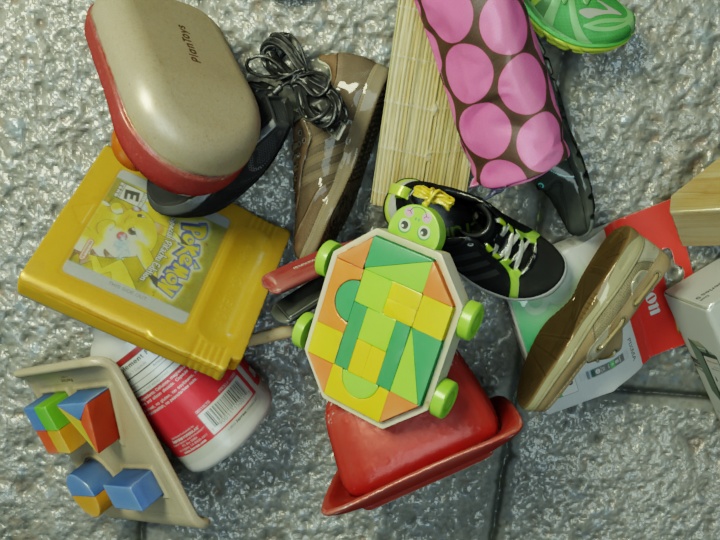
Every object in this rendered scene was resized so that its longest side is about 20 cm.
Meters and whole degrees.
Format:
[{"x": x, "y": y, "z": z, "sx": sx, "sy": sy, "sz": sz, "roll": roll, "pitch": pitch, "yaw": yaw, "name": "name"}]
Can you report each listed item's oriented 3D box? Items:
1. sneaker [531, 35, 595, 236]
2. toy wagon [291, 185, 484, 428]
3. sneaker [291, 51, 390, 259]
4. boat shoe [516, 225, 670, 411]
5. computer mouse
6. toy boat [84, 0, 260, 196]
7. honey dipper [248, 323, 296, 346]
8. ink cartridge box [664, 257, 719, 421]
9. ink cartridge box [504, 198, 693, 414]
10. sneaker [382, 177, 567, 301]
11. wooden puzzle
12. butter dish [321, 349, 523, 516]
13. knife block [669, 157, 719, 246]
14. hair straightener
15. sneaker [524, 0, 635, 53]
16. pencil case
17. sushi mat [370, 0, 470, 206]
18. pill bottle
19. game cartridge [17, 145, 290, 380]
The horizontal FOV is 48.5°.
[{"x": 0.168, "y": -0.123, "z": 0.772, "sx": 0.078, "sy": 0.075, "sz": 0.202, "roll": -21, "pitch": 98, "yaw": 17, "name": "sneaker"}, {"x": 0.026, "y": 0.026, "z": 0.676, "sx": 0.154, "sy": 0.039, "sz": 0.203, "roll": 23, "pitch": 102, "yaw": 24, "name": "toy wagon"}, {"x": -0.035, "y": -0.108, "z": 0.770, "sx": 0.075, "sy": 0.070, "sz": 0.203, "roll": 24, "pitch": 99, "yaw": 11, "name": "sneaker"}, {"x": 0.223, "y": 0.058, "z": 0.765, "sx": 0.064, "sy": 0.071, "sz": 0.201, "roll": 31, "pitch": 98, "yaw": -10, "name": "boat shoe"}, {"x": -0.108, "y": -0.115, "z": 0.739, "sx": 0.199, "sy": 0.139, "sz": 0.053, "roll": -39, "pitch": 147, "yaw": 3, "name": "computer mouse"}, {"x": -0.175, "y": -0.139, "z": 0.694, "sx": 0.129, "sy": 0.202, "sz": 0.131, "roll": 6, "pitch": 135, "yaw": -41, "name": "toy boat"}, {"x": -0.059, "y": 0.059, "z": 0.774, "sx": 0.197, "sy": 0.038, "sz": 0.039, "roll": -12, "pitch": 106, "yaw": -26, "name": "honey dipper"}, {"x": 0.421, "y": 0.076, "z": 0.810, "sx": 0.145, "sy": 0.084, "sz": 0.202, "roll": -29, "pitch": 103, "yaw": -4, "name": "ink cartridge box"}, {"x": 0.255, "y": 0.038, "z": 0.820, "sx": 0.197, "sy": 0.050, "sz": 0.163, "roll": -20, "pitch": 104, "yaw": 5, "name": "ink cartridge box"}, {"x": 0.109, "y": -0.025, "z": 0.730, "sx": 0.198, "sy": 0.083, "sz": 0.073, "roll": 22, "pitch": 85, "yaw": -12, "name": "sneaker"}, {"x": -0.254, "y": 0.179, "z": 0.779, "sx": 0.184, "sy": 0.046, "sz": 0.202, "roll": -12, "pitch": 112, "yaw": 44, "name": "wooden puzzle"}, {"x": 0.037, "y": 0.123, "z": 0.771, "sx": 0.197, "sy": 0.200, "sz": 0.150, "roll": -24, "pitch": 87, "yaw": 4, "name": "butter dish"}, {"x": 0.416, "y": -0.061, "z": 0.733, "sx": 0.199, "sy": 0.176, "sz": 0.064, "roll": -39, "pitch": 134, "yaw": 6, "name": "knife block"}, {"x": 0.000, "y": 0.000, "z": 0.773, "sx": 0.198, "sy": 0.041, "sz": 0.078, "roll": -29, "pitch": 127, "yaw": -25, "name": "hair straightener"}, {"x": 0.170, "y": -0.268, "z": 0.712, "sx": 0.199, "sy": 0.084, "sz": 0.075, "roll": 33, "pitch": 56, "yaw": -10, "name": "sneaker"}, {"x": 0.107, "y": -0.169, "z": 0.682, "sx": 0.093, "sy": 0.091, "sz": 0.203, "roll": -5, "pitch": 112, "yaw": 42, "name": "pencil case"}, {"x": 0.067, "y": -0.153, "z": 0.740, "sx": 0.094, "sy": 0.012, "sz": 0.203, "roll": 2, "pitch": 112, "yaw": -15, "name": "sushi mat"}, {"x": -0.186, "y": 0.087, "z": 0.778, "sx": 0.112, "sy": 0.112, "sz": 0.201, "roll": -37, "pitch": 103, "yaw": 7, "name": "pill bottle"}, {"x": -0.178, "y": -0.011, "z": 0.732, "sx": 0.198, "sy": 0.178, "sz": 0.033, "roll": 23, "pitch": 140, "yaw": -8, "name": "game cartridge"}]
